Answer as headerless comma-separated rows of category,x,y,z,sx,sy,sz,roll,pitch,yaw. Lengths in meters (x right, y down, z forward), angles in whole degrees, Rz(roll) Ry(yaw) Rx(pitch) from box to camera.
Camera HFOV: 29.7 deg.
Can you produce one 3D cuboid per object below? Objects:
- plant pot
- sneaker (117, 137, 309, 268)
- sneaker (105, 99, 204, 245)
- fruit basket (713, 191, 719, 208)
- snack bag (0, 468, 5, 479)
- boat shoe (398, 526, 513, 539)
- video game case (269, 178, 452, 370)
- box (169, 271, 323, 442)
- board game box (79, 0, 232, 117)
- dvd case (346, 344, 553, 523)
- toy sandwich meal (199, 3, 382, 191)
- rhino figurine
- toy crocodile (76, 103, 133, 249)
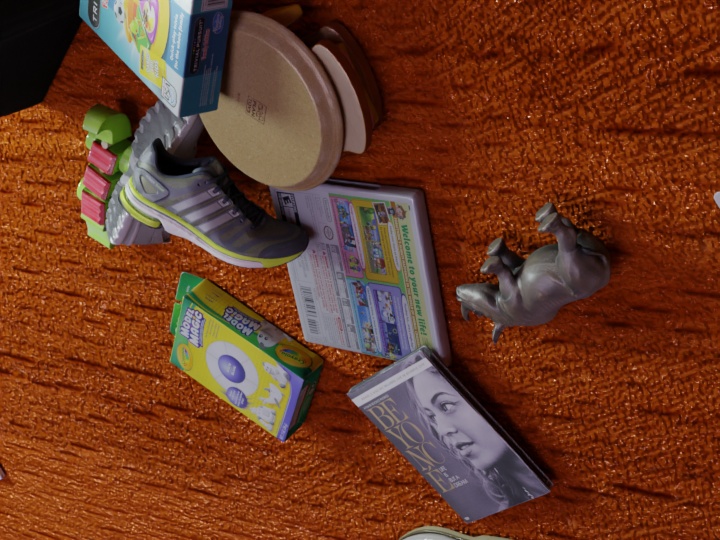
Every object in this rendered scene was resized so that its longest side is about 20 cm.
plant pot,-0.437,-0.266,1.435,0.200,0.177,0.200,45,136,1
sneaker,-0.144,-0.066,1.367,0.198,0.074,0.081,20,122,-3
sneaker,-0.204,-0.108,1.452,0.200,0.081,0.075,-55,41,34
fruit basket,0.387,0.005,1.032,0.184,0.094,0.201,-11,116,43
snack bag,-0.645,0.237,2.080,0.187,0.021,0.201,-2,118,39
boat shoe,0.098,0.336,1.520,0.199,0.068,0.075,-12,112,43
video game case,0.000,0.000,1.390,0.181,0.022,0.201,10,124,34
box,-0.143,0.096,1.557,0.199,0.048,0.118,34,135,17
board game box,-0.196,-0.262,1.282,0.200,0.047,0.152,44,136,34
dvd case,0.091,0.177,1.430,0.200,0.016,0.149,48,141,-6
toy sandwich meal,-0.074,-0.169,1.298,0.204,0.070,0.206,24,134,28
rhino figurine,0.152,0.012,1.248,0.087,0.060,0.200,41,141,-9
toy crocodile,-0.284,-0.102,1.514,0.067,0.062,0.201,34,136,14
